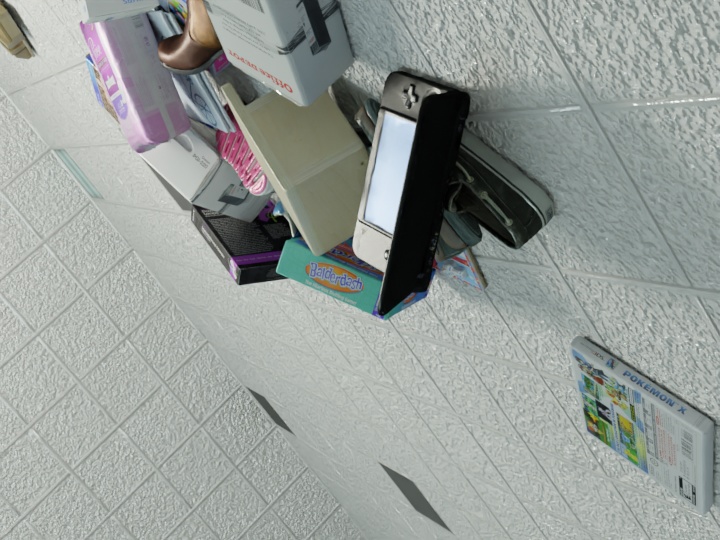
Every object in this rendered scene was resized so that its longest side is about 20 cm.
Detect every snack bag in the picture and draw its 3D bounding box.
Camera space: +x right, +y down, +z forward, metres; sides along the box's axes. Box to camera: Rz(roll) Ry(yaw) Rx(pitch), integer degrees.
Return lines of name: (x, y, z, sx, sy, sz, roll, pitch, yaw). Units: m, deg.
snack bag: (-0.256, -0.285, 1.455, 0.199, 0.021, 0.190, 28, 151, 59)

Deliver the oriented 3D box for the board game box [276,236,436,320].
board game box: (0.000, 0.000, 1.304, 0.150, 0.046, 0.200, 23, -167, 13)

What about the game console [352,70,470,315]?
game console: (0.027, -0.082, 0.998, 0.175, 0.115, 0.204, 30, 114, 47)

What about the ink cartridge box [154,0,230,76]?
ink cartridge box: (-0.230, -0.352, 1.345, 0.119, 0.042, 0.201, 42, 161, 16)

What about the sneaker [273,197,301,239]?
sneaker: (-0.062, -0.039, 1.575, 0.201, 0.072, 0.072, 53, 161, -23)

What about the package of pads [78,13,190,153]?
package of pads: (-0.308, -0.266, 1.410, 0.120, 0.075, 0.203, -2, 112, 63)

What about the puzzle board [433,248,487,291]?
puzzle board: (0.066, -0.057, 1.306, 0.199, 0.017, 0.152, 28, 154, 49)

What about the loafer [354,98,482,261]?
loafer: (0.053, -0.093, 1.135, 0.201, 0.063, 0.072, 50, -158, -12)

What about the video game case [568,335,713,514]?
video game case: (0.324, 0.179, 1.187, 0.181, 0.022, 0.201, 35, 160, 36)

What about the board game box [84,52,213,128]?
board game box: (-0.340, -0.275, 1.693, 0.200, 0.097, 0.160, 45, 163, 8)

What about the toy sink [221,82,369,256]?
toy sink: (-0.063, -0.145, 1.220, 0.201, 0.111, 0.131, 57, 174, 36)

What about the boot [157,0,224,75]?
boot: (-0.208, -0.331, 1.210, 0.186, 0.069, 0.201, 6, 139, 40)

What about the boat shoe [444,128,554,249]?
boat shoe: (0.102, -0.095, 1.045, 0.199, 0.064, 0.071, 39, 162, 30)

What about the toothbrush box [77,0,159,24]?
toothbrush box: (-0.297, -0.390, 1.173, 0.146, 0.084, 0.204, -152, 51, -70)

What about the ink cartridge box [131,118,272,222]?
ink cartridge box: (-0.233, -0.159, 1.577, 0.145, 0.085, 0.200, 41, -173, 19)

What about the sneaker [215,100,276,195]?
sneaker: (-0.140, -0.171, 1.459, 0.086, 0.074, 0.201, 8, -146, -38)

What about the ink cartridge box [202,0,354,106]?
ink cartridge box: (-0.100, -0.290, 1.075, 0.144, 0.084, 0.201, 35, 159, 33)

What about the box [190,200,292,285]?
box: (-0.170, -0.051, 1.646, 0.200, 0.141, 0.037, 50, 136, 43)

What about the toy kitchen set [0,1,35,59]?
toy kitchen set: (-0.854, -0.507, 2.309, 0.199, 0.180, 0.164, 40, 164, 37)
